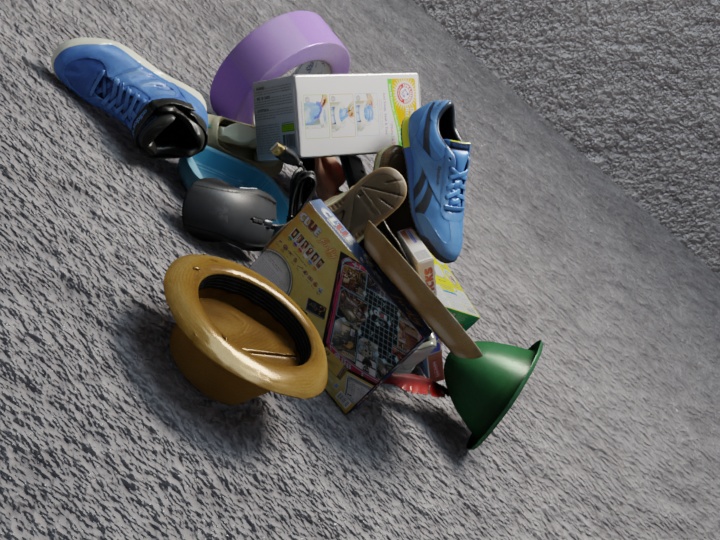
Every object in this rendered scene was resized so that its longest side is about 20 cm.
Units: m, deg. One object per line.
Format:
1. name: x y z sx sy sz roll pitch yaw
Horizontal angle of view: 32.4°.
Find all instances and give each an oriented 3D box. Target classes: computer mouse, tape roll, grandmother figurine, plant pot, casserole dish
1. computer mouse: -0.119 -0.087 1.463 0.046 0.143 0.199 13 -5 40
2. tape roll: -0.111 -0.263 1.724 0.066 0.200 0.199 52 21 20
3. grandmother figurine: -0.073 -0.174 1.729 0.122 0.060 0.201 65 2 37
4. plant pot: 0.065 0.028 1.401 0.201 0.027 0.200 49 1 -1
5. casserole dish: -0.155 -0.093 1.546 0.199 0.039 0.122 20 33 -50

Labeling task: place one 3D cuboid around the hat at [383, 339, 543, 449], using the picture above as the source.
1. hat: 0.114 0.110 1.549 0.175 0.167 0.200 34 4 3

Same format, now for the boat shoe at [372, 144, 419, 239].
1. boat shoe: 0.040 -0.069 1.613 0.071 0.203 0.076 -15 23 -23

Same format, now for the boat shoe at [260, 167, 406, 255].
1. boat shoe: -0.031 -0.052 1.483 0.073 0.199 0.065 54 -2 0

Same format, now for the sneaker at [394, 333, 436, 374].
1. sneaker: 0.014 0.052 1.504 0.199 0.099 0.079 33 37 -31

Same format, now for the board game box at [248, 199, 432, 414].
1. board game box: -0.031 0.040 1.394 0.201 0.135 0.035 50 22 10

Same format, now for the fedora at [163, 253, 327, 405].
1. fedora: -0.124 0.073 1.223 0.199 0.082 0.202 34 25 -18

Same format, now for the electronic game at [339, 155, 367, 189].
1. electronic game: 0.010 -0.073 1.738 0.200 0.041 0.203 -20 91 -87

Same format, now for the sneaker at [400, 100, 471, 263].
1. sneaker: 0.104 -0.113 1.536 0.065 0.078 0.204 4 72 -47

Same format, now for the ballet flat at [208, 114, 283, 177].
1. ballet flat: -0.149 -0.168 1.655 0.199 0.070 0.070 9 41 -55

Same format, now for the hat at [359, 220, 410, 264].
1. hat: 0.000 0.000 1.582 0.202 0.080 0.202 57 -16 27

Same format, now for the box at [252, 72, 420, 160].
1. box: -0.028 -0.201 1.615 0.197 0.103 0.112 -7 6 -34

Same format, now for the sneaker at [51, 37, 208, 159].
1. sneaker: -0.265 -0.196 1.443 0.198 0.077 0.112 26 25 -28

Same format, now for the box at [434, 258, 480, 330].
1. box: 0.088 0.000 1.851 0.117 0.048 0.202 19 36 -52

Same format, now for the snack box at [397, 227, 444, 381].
1. snack box: 0.077 0.047 1.577 0.072 0.024 0.202 -123 -161 -49
